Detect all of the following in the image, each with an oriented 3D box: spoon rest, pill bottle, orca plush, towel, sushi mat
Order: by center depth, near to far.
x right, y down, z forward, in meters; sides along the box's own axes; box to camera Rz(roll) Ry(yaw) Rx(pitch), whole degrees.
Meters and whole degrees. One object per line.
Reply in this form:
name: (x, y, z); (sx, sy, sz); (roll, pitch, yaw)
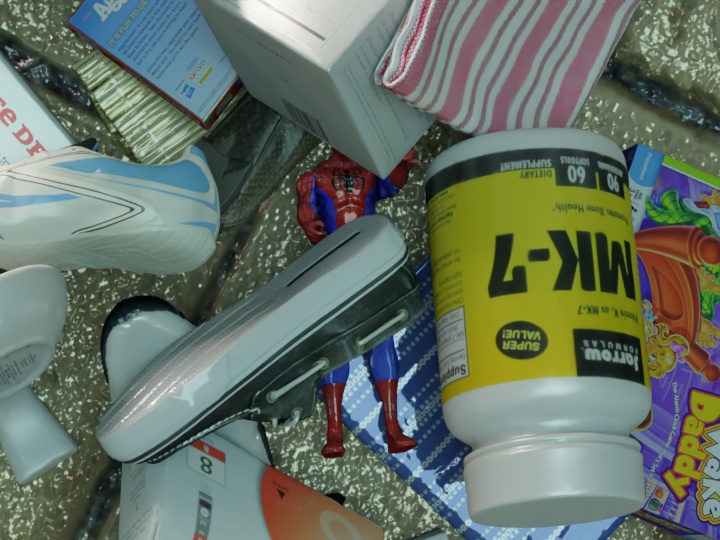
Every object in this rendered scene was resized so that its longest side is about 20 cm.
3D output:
towel: (0.094, -0.135, 1.121); (0.030, 0.200, 0.147); (33, 96, 32)
spoon rest: (-0.196, 0.052, 1.125); (0.099, 0.200, 0.061); (-32, 68, -15)
pill bottle: (0.098, 0.033, 1.132); (0.114, 0.114, 0.201); (-2, 73, -8)
orca plush: (-0.082, 0.079, 1.194); (0.105, 0.071, 0.200); (-44, 119, 14)
sushi mat: (-0.064, -0.138, 1.219); (0.200, 0.012, 0.096); (-38, 97, -6)
towel: (0.087, 0.084, 1.245); (0.200, 0.024, 0.145); (43, 87, -5)

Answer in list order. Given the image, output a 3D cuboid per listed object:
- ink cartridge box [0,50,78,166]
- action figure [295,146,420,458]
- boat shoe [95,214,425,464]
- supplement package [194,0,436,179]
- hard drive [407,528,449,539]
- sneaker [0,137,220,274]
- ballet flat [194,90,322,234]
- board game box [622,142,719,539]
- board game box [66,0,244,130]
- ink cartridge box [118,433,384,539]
ink cartridge box: (-0.250, -0.030, 1.160); (0.200, 0.083, 0.147); (-41, 97, -6)
action figure: (0.000, 0.000, 1.182); (0.065, 0.099, 0.201); (-4, 78, -9)
boat shoe: (-0.045, 0.051, 1.109); (0.200, 0.072, 0.071); (-35, 109, -14)
supplement package: (0.024, -0.173, 1.128); (0.114, 0.110, 0.200); (34, 77, 31)
hard drive: (-0.023, 0.249, 1.227); (0.199, 0.025, 0.132); (-19, 94, -7)
sneaker: (-0.174, -0.033, 1.103); (0.199, 0.072, 0.073); (0, 60, -4)
ballet flat: (-0.034, -0.095, 1.199); (0.067, 0.046, 0.200); (35, 80, 31)
board game box: (0.183, 0.044, 1.224); (0.134, 0.045, 0.201); (22, 78, -10)
board game box: (-0.068, -0.189, 1.195); (0.103, 0.019, 0.200); (36, 84, 11)
ink cartridge box: (-0.054, 0.183, 1.100); (0.162, 0.200, 0.050); (33, 117, -27)
